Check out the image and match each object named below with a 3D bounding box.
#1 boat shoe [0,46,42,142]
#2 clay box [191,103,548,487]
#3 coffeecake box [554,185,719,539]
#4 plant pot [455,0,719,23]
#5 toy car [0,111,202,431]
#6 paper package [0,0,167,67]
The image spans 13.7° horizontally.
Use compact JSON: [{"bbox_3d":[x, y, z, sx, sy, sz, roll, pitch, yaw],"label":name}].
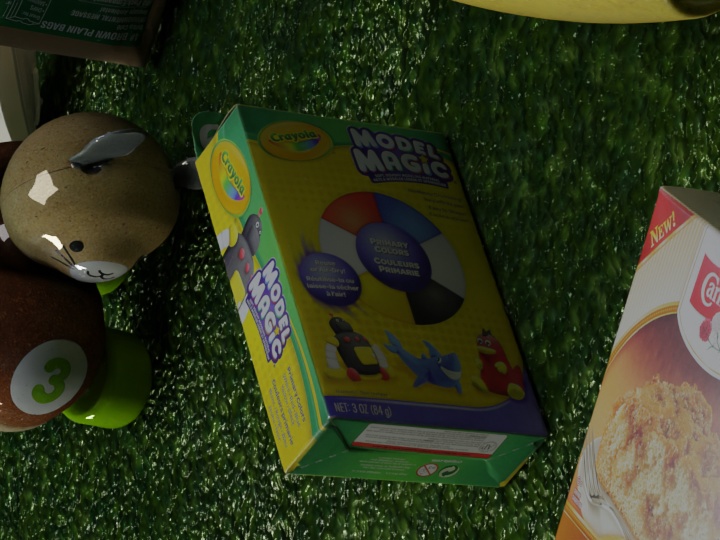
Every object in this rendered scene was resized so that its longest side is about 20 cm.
[{"bbox_3d":[-0.215,-0.102,1.741,0.072,0.069,0.200,8,125,27],"label":"boat shoe"},{"bbox_3d":[0.000,0.000,1.332,0.048,0.115,0.200,-51,44,41],"label":"clay box"},{"bbox_3d":[0.143,0.090,1.101,0.154,0.073,0.200,-134,56,-62],"label":"coffeecake box"},{"bbox_3d":[0.097,-0.175,1.160,0.142,0.200,0.200,35,117,28],"label":"plant pot"},{"bbox_3d":[-0.144,-0.017,1.551,0.200,0.164,0.158,-28,60,40],"label":"toy car"},{"bbox_3d":[-0.210,-0.214,1.635,0.104,0.200,0.191,-60,38,33],"label":"paper package"}]
